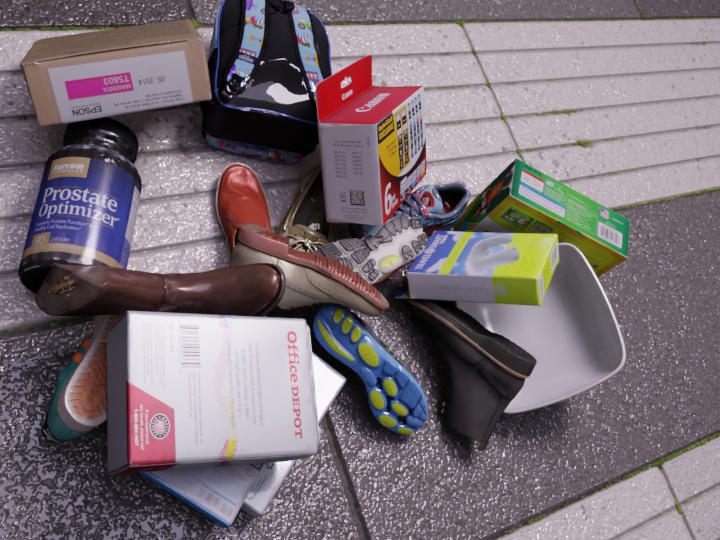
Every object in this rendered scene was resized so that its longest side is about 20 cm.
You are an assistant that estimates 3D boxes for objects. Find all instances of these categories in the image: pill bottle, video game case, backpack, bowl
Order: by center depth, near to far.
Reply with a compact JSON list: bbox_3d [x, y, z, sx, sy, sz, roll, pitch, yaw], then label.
[{"bbox_3d":[-0.155,0.157,0.842,0.142,0.018,0.201,34,57,-7],"label":"video game case"},{"bbox_3d":[-0.312,-0.070,0.866,0.110,0.112,0.203,12,62,-20],"label":"pill bottle"},{"bbox_3d":[-0.128,-0.270,1.037,0.180,0.135,0.203,6,65,-23],"label":"backpack"},{"bbox_3d":[0.248,0.084,1.048,0.198,0.075,0.202,-23,70,12],"label":"bowl"}]

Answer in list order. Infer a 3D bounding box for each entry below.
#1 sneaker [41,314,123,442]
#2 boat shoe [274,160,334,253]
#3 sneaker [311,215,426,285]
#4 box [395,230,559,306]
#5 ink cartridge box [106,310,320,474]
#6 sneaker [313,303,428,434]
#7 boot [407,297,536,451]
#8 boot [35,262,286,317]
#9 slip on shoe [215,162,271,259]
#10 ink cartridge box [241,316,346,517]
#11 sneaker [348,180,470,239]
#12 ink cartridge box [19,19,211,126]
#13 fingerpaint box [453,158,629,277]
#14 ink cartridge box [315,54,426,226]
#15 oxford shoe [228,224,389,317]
[{"bbox_3d":[-0.284,0.102,0.826,0.071,0.080,0.201,47,32,-18],"label":"sneaker"},{"bbox_3d":[-0.066,-0.065,1.012,0.073,0.063,0.203,26,59,-13],"label":"boat shoe"},{"bbox_3d":[0.000,0.000,0.990,0.198,0.085,0.078,-22,73,-25],"label":"sneaker"},{"bbox_3d":[0.153,-0.006,1.008,0.122,0.197,0.048,-51,136,-50],"label":"box"},{"bbox_3d":[-0.152,0.127,0.781,0.198,0.083,0.148,5,68,-32],"label":"ink cartridge box"},{"bbox_3d":[0.019,0.118,0.955,0.200,0.071,0.083,51,13,-5],"label":"sneaker"},{"bbox_3d":[0.118,0.129,1.009,0.199,0.140,0.077,35,15,37],"label":"boot"},{"bbox_3d":[-0.199,0.019,0.766,0.199,0.184,0.065,19,59,-59],"label":"boot"},{"bbox_3d":[-0.143,-0.052,0.971,0.073,0.061,0.203,1,65,-24],"label":"slip on shoe"},{"bbox_3d":[-0.144,0.147,0.887,0.199,0.041,0.200,39,56,-4],"label":"ink cartridge box"},{"bbox_3d":[0.073,-0.089,1.073,0.198,0.096,0.080,-20,75,-32],"label":"sneaker"},{"bbox_3d":[-0.285,-0.240,0.903,0.197,0.076,0.165,-11,28,-11],"label":"ink cartridge box"},{"bbox_3d":[0.257,-0.051,1.102,0.198,0.167,0.074,25,56,-12],"label":"fingerpaint box"},{"bbox_3d":[0.020,-0.179,1.002,0.083,0.178,0.200,5,28,20],"label":"ink cartridge box"},{"bbox_3d":[-0.063,0.016,0.903,0.198,0.071,0.075,25,98,1],"label":"oxford shoe"}]
